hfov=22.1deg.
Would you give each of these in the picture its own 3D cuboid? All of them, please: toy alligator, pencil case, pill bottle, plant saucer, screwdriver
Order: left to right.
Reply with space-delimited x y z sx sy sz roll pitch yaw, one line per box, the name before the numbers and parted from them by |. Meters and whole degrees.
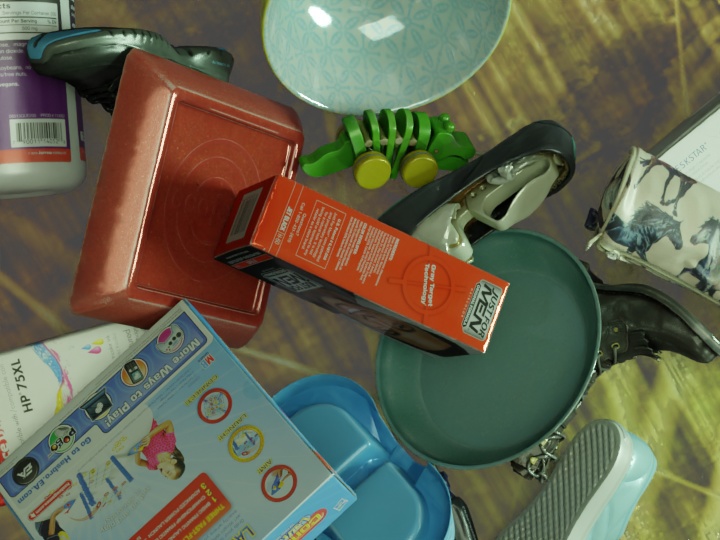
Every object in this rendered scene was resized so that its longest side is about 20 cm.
pill bottle | -0.273 -0.158 1.422 0.112 0.112 0.201 -4 89 -6
plant saucer | -0.120 -0.048 1.410 0.037 0.199 0.201 10 86 38
toy alligator | 0.049 -0.104 1.472 0.199 0.059 0.054 -3 128 -17
screwdriver | 0.060 0.148 1.502 0.029 0.028 0.201 -12 83 -36
plant saucer | 0.105 0.065 1.451 0.199 0.036 0.201 -15 60 28
pencil case | 0.273 -0.011 1.421 0.199 0.078 0.090 29 90 -2

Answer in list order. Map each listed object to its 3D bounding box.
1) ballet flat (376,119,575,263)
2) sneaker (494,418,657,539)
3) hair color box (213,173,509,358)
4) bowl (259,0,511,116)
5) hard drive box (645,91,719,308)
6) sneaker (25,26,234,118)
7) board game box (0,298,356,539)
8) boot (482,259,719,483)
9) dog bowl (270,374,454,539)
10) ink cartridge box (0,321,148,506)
ballet flat | 0.086 -0.046 1.451 0.200 0.073 0.073 -33 93 5
sneaker | 0.172 0.217 1.488 0.082 0.074 0.200 28 104 -36
hair color box | 0.000 0.000 1.389 0.199 0.101 0.061 24 77 -16
bowl | 0.011 -0.230 1.445 0.199 0.201 0.108 -9 47 -6
hard drive box | 0.336 -0.049 1.504 0.156 0.077 0.200 -38 93 -5
sneaker | -0.170 -0.139 1.406 0.200 0.073 0.082 4 91 -50
board game box | -0.139 0.157 1.340 0.200 0.056 0.196 -42 59 -3
boot | 0.174 0.089 1.462 0.199 0.069 0.175 23 82 35
dog bowl | -0.003 0.169 1.429 0.111 0.050 0.200 -41 56 -4
ink cartridge box | -0.239 0.112 1.444 0.199 0.067 0.117 -16 91 -6
